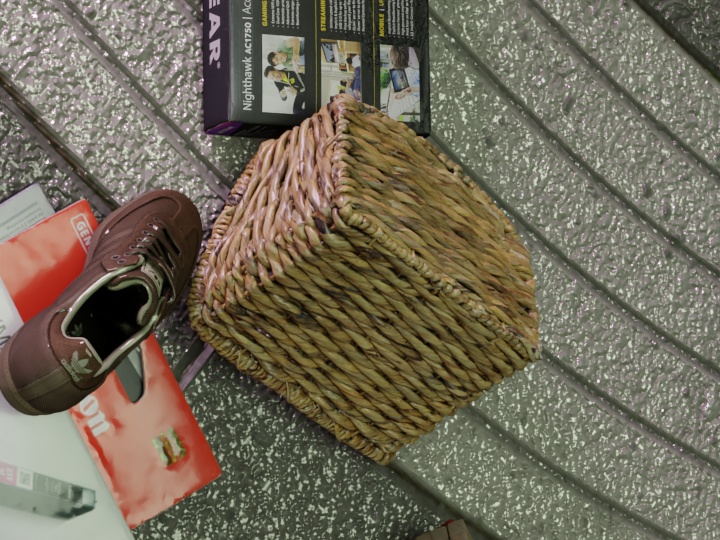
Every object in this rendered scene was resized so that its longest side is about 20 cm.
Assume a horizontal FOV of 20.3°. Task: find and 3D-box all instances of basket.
[{"bbox_3d":[0.000,0.000,1.300,0.199,0.149,0.144,36,33,-31],"label":"basket"}]

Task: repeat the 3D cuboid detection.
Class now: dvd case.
[{"bbox_3d":[-0.208,0.070,1.221,0.150,0.025,0.201,-35,101,-26],"label":"dvd case"}]

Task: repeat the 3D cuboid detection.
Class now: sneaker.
[{"bbox_3d":[-0.134,0.014,1.192,0.071,0.075,0.200,54,42,-19],"label":"sneaker"}]

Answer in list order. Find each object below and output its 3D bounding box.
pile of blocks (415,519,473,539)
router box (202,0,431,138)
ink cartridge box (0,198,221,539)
[{"bbox_3d":[0.096,0.225,1.358,0.199,0.082,0.062,35,27,-30],"label":"pile of blocks"},{"bbox_3d":[-0.029,-0.189,1.327,0.148,0.051,0.202,2,84,-26],"label":"router box"},{"bbox_3d":[-0.186,0.080,1.195,0.173,0.043,0.201,-30,99,-25],"label":"ink cartridge box"}]
